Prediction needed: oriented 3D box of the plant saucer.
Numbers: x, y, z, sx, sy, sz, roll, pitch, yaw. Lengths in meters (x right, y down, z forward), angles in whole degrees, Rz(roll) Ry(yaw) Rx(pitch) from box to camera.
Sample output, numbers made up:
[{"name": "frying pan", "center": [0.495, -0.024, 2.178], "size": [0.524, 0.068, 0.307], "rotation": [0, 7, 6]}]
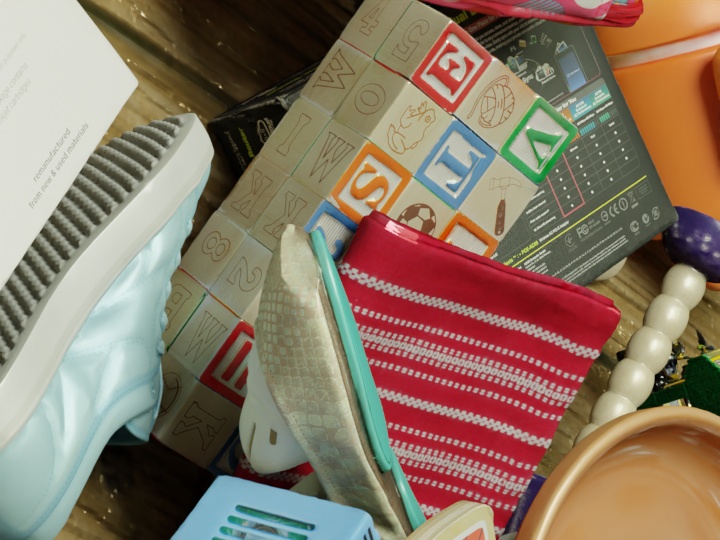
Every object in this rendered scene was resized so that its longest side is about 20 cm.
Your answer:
[{"name": "plant saucer", "center": [0.126, 0.160, 1.022], "size": [0.199, 0.037, 0.202], "rotation": [1, 89, -42]}]

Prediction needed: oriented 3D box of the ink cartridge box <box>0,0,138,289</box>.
[{"name": "ink cartridge box", "center": [-0.197, -0.084, 0.760], "size": [0.200, 0.128, 0.126], "rotation": [52, 40, -24]}]

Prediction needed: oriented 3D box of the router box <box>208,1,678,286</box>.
[{"name": "router box", "center": [0.043, -0.046, 1.082], "size": [0.200, 0.062, 0.151], "rotation": [-32, 102, -38]}]

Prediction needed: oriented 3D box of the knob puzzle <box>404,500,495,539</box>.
[{"name": "knob puzzle", "center": [0.026, 0.183, 0.855], "size": [0.219, 0.030, 0.221], "rotation": [9, 90, -67]}]

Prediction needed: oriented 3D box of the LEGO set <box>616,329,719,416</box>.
[{"name": "LEGO set", "center": [0.224, 0.114, 1.215], "size": [0.115, 0.154, 0.201], "rotation": [-18, 78, -28]}]

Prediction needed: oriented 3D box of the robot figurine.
[{"name": "robot figurine", "center": [0.190, -0.093, 1.289], "size": [0.144, 0.116, 0.201], "rotation": [-29, 106, -60]}]

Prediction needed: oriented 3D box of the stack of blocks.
[{"name": "stack of blocks", "center": [0.000, 0.000, 0.948], "size": [0.115, 0.059, 0.201], "rotation": [35, 90, -39]}]

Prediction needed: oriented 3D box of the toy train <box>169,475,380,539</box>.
[{"name": "toy train", "center": [-0.029, 0.177, 0.863], "size": [0.114, 0.086, 0.201], "rotation": [-51, 140, -37]}]

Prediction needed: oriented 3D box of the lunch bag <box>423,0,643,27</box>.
[{"name": "lunch bag", "center": [0.034, -0.187, 1.022], "size": [0.199, 0.082, 0.176], "rotation": [5, 33, -44]}]

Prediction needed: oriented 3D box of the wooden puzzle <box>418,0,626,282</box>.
[{"name": "wooden puzzle", "center": [0.076, -0.098, 1.211], "size": [0.185, 0.037, 0.201], "rotation": [5, 72, -53]}]

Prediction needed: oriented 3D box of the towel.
[{"name": "towel", "center": [0.015, 0.083, 0.945], "size": [0.144, 0.022, 0.201], "rotation": [20, 99, -37]}]

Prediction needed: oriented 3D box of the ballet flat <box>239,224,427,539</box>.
[{"name": "ballet flat", "center": [-0.013, 0.075, 0.875], "size": [0.068, 0.062, 0.201], "rotation": [-106, 176, -58]}]

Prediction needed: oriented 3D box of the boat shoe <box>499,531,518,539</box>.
[{"name": "boat shoe", "center": [0.107, 0.164, 1.070], "size": [0.199, 0.071, 0.064], "rotation": [1, 34, -38]}]

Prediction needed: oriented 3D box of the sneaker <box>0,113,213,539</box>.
[{"name": "sneaker", "center": [-0.105, 0.024, 0.894], "size": [0.082, 0.074, 0.200], "rotation": [59, 45, -30]}]

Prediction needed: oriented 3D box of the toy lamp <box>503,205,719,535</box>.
[{"name": "toy lamp", "center": [0.127, 0.067, 1.130], "size": [0.058, 0.058, 0.201], "rotation": [39, 77, -37]}]
